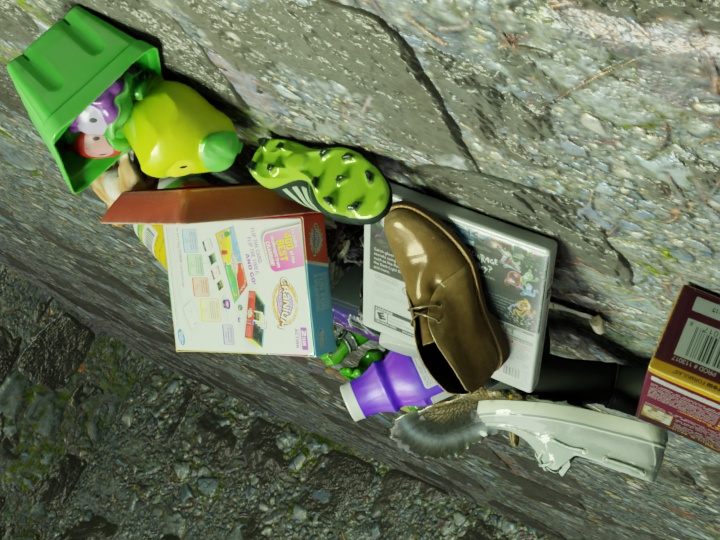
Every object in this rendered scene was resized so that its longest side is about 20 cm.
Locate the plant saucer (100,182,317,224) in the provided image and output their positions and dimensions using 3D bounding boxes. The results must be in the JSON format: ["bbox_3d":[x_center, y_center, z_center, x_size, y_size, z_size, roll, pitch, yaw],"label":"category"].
[{"bbox_3d":[-0.155,-0.075,1.324,0.199,0.037,0.200,-7,-175,-34],"label":"plant saucer"}]

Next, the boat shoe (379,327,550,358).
[{"bbox_3d":[0.120,0.077,1.376,0.200,0.057,0.069,10,169,-11],"label":"boat shoe"}]

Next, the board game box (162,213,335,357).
[{"bbox_3d":[-0.125,0.016,1.346,0.200,0.153,0.040,1,-171,33],"label":"board game box"}]

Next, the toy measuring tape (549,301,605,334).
[{"bbox_3d":[0.159,0.051,1.301,0.200,0.074,0.074,20,165,29],"label":"toy measuring tape"}]

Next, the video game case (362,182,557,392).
[{"bbox_3d":[0.092,0.015,1.206,0.200,0.023,0.182,22,133,24],"label":"video game case"}]

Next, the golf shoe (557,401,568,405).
[{"bbox_3d":[0.238,0.186,1.653,0.200,0.078,0.097,25,160,7],"label":"golf shoe"}]

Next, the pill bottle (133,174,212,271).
[{"bbox_3d":[-0.174,-0.017,1.468,0.200,0.111,0.111,46,174,23],"label":"pill bottle"}]

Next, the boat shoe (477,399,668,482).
[{"bbox_3d":[0.217,0.180,1.275,0.200,0.072,0.070,9,171,15],"label":"boat shoe"}]

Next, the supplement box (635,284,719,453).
[{"bbox_3d":[0.325,0.099,1.122,0.110,0.086,0.200,23,166,16],"label":"supplement box"}]

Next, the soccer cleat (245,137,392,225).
[{"bbox_3d":[-0.029,-0.084,1.189,0.200,0.068,0.081,24,174,45],"label":"soccer cleat"}]

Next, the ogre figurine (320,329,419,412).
[{"bbox_3d":[0.048,0.117,1.657,0.200,0.120,0.098,26,163,-1],"label":"ogre figurine"}]

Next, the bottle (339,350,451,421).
[{"bbox_3d":[0.075,0.118,1.449,0.065,0.200,0.084,61,-175,-59],"label":"bottle"}]

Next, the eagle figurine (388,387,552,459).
[{"bbox_3d":[0.136,0.147,1.541,0.200,0.152,0.151,-18,111,49],"label":"eagle figurine"}]

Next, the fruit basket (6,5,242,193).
[{"bbox_3d":[-0.230,-0.143,1.207,0.216,0.156,0.216,43,167,12],"label":"fruit basket"}]

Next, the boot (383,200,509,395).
[{"bbox_3d":[0.073,0.029,1.160,0.074,0.075,0.200,-14,111,45],"label":"boot"}]

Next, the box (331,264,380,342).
[{"bbox_3d":[-0.012,0.024,1.521,0.200,0.079,0.141,19,162,32],"label":"box"}]

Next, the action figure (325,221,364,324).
[{"bbox_3d":[0.000,0.000,1.356,0.119,0.102,0.200,28,167,-38],"label":"action figure"}]

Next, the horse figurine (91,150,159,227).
[{"bbox_3d":[-0.274,-0.119,1.406,0.200,0.050,0.133,-10,100,53],"label":"horse figurine"}]

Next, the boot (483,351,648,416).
[{"bbox_3d":[0.234,0.114,1.287,0.200,0.066,0.165,16,168,-17],"label":"boot"}]
